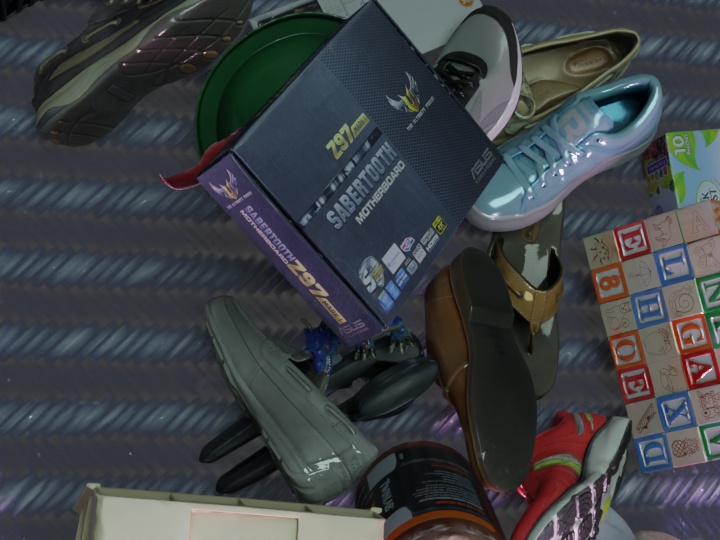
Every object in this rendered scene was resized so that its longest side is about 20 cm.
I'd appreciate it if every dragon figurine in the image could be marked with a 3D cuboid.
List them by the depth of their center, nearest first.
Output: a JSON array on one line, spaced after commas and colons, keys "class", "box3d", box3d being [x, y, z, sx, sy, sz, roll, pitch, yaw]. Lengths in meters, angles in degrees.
[{"class": "dragon figurine", "box3d": [0.000, 0.000, 0.933, 0.058, 0.100, 0.202, -10, 51, 19]}]

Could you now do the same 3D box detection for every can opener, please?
[{"class": "can opener", "box3d": [-0.034, 0.106, 0.956, 0.198, 0.079, 0.064, -25, 79, -7]}]

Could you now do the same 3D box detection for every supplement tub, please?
[{"class": "supplement tub", "box3d": [0.053, 0.204, 0.877, 0.105, 0.200, 0.109, -1, 104, -5]}]

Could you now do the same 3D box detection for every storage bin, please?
[{"class": "storage bin", "box3d": [-0.099, 0.208, 0.843, 0.197, 0.199, 0.095, 8, 73, -14]}]

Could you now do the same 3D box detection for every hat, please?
[{"class": "hat", "box3d": [-0.034, -0.082, 0.902, 0.199, 0.176, 0.167, -32, 117, -3]}]

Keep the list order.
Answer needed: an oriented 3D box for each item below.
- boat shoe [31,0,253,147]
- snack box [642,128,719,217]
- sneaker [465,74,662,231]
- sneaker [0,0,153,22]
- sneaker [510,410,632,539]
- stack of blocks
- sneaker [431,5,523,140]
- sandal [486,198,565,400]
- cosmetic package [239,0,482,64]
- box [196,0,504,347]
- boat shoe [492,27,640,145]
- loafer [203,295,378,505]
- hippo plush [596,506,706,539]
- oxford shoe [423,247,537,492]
[{"class": "boat shoe", "box3d": [-0.173, -0.175, 0.929, 0.198, 0.074, 0.074, -31, 70, 11]}, {"class": "snack box", "box3d": [0.360, -0.055, 1.107, 0.197, 0.053, 0.145, -5, 80, -17]}, {"class": "sneaker", "box3d": [0.166, -0.108, 1.018, 0.199, 0.082, 0.074, -33, 65, -18]}, {"class": "sneaker", "box3d": [-0.230, -0.223, 0.954, 0.145, 0.077, 0.204, 31, 71, -5]}, {"class": "sneaker", "box3d": [0.147, 0.171, 0.956, 0.200, 0.084, 0.078, -37, 133, -56]}, {"class": "stack of blocks", "box3d": [0.269, 0.055, 1.020, 0.058, 0.114, 0.203, -1, 77, -58]}, {"class": "sneaker", "box3d": [0.070, -0.122, 0.985, 0.073, 0.079, 0.202, 21, 82, 26]}, {"class": "sandal", "box3d": [0.144, 0.005, 1.029, 0.081, 0.055, 0.203, 16, 74, -14]}, {"class": "cosmetic package", "box3d": [0.006, -0.199, 1.033, 0.198, 0.051, 0.083, -25, 88, -19]}, {"class": "box", "box3d": [0.001, -0.072, 0.861, 0.158, 0.051, 0.201, 48, 50, -12]}, {"class": "boat shoe", "box3d": [0.149, -0.165, 1.061, 0.198, 0.063, 0.074, -27, 88, -19]}, {"class": "loafer", "box3d": [-0.056, 0.086, 0.908, 0.069, 0.070, 0.201, -28, 52, -12]}, {"class": "hippo plush", "box3d": [0.213, 0.278, 0.938, 0.157, 0.161, 0.203, 4, 78, -16]}, {"class": "oxford shoe", "box3d": [0.089, 0.086, 0.970, 0.071, 0.071, 0.202, 21, 48, -35]}]
